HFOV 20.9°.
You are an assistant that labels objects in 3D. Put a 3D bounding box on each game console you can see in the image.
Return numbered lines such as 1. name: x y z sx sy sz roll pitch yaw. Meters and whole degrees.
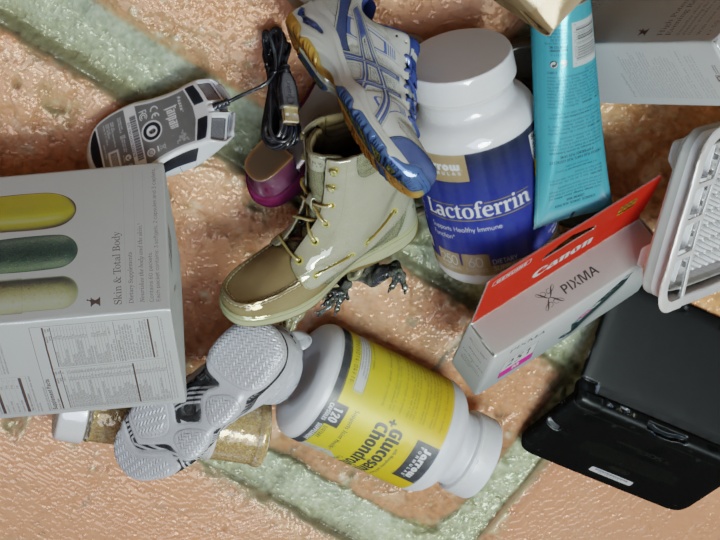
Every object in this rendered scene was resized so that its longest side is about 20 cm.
1. game console: 0.282 0.125 1.903 0.199 0.117 0.176 23 142 -18

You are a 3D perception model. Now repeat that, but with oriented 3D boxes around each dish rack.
1. dish rack: 0.311 -0.060 1.737 0.199 0.043 0.173 -14 122 -54

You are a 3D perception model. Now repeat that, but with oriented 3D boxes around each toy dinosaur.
1. toy dinosaur: 0.000 0.000 1.755 0.199 0.088 0.048 -33 115 9

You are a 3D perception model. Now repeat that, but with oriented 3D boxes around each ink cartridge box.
1. ink cartridge box: 0.182 0.014 1.722 0.199 0.044 0.174 -31 164 -20

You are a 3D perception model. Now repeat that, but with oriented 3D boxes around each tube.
1. tube: 0.173 -0.133 1.632 0.077 0.050 0.202 -14 117 -14

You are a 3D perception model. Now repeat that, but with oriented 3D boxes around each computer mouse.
1. computer mouse: -0.141 -0.127 1.680 0.199 0.111 0.044 -20 157 14

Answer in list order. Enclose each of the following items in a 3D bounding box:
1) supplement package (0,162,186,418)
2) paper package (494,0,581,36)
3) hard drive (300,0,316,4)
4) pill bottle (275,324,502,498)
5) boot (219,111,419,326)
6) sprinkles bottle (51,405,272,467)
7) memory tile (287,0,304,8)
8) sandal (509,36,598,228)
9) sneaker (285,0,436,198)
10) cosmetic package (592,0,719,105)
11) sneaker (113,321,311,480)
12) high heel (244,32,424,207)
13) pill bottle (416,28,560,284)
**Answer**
1. supplement package: -0.255 0.019 1.657 0.198 0.153 0.151 -5 146 -2
2. paper package: 0.161 -0.306 1.552 0.103 0.191 0.200 42 95 -20
3. hard drive: -0.015 -0.322 1.602 0.132 0.026 0.200 36 106 -23
4. pill bottle: 0.029 0.137 1.817 0.199 0.112 0.112 26 111 -19
5. boot: -0.041 -0.049 1.662 0.199 0.072 0.155 -30 145 -17
6. sprinkles bottle: -0.183 0.136 1.809 0.198 0.068 0.069 9 116 -13
7. memory tile: 0.014 -0.309 1.638 0.198 0.017 0.154 -17 118 1
8. sandal: 0.174 -0.117 1.739 0.081 0.055 0.201 -18 119 1
9. sneaker: 0.019 -0.153 1.585 0.088 0.201 0.075 -29 158 -7
10. cosmetic package: 0.262 -0.195 1.620 0.102 0.199 0.074 -49 120 -22
11. sneaker: -0.126 0.116 1.752 0.200 0.115 0.075 -41 77 18
12. high heel: -0.022 -0.133 1.719 0.199 0.096 0.068 -35 78 -5
13. pill bottle: 0.102 -0.099 1.686 0.115 0.116 0.201 -15 122 0
